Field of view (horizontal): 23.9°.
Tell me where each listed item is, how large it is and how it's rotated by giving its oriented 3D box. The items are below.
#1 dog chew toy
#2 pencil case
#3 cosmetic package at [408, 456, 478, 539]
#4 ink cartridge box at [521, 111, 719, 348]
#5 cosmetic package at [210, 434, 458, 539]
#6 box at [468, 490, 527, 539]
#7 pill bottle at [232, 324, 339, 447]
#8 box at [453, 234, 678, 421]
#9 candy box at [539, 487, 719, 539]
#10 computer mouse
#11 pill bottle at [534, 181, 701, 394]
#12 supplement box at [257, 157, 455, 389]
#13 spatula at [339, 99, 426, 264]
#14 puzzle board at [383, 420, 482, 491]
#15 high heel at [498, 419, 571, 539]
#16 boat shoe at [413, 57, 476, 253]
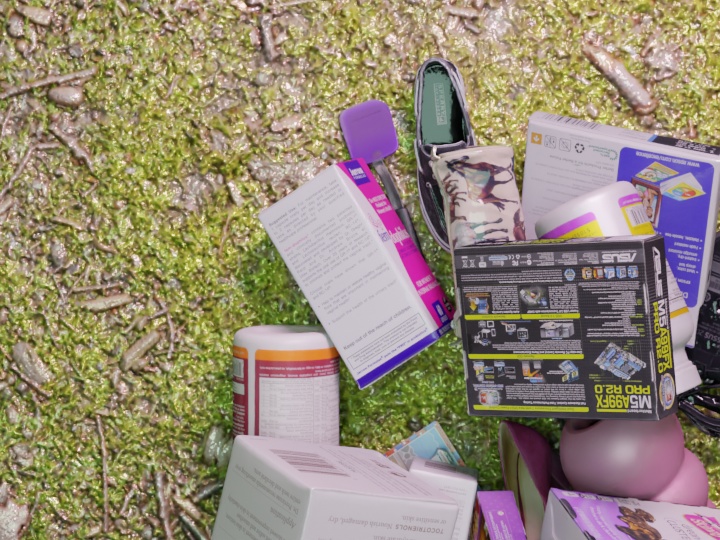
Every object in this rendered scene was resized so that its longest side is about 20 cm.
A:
[{"bbox_3d":[0.284,0.210,1.669,0.124,0.125,0.200,-38,107,5],"label":"dog chew toy"},{"bbox_3d":[0.118,-0.026,1.647,0.089,0.078,0.202,-11,96,-18],"label":"pencil case"},{"bbox_3d":[0.066,0.295,1.687,0.070,0.101,0.202,11,92,4],"label":"cosmetic package"},{"bbox_3d":[0.250,-0.041,1.669,0.196,0.043,0.202,14,116,22],"label":"ink cartridge box"},{"bbox_3d":[-0.037,0.279,1.593,0.165,0.167,0.202,10,98,-32],"label":"cosmetic package"},{"bbox_3d":[0.129,0.332,1.630,0.039,0.137,0.202,0,125,-9],"label":"box"},{"bbox_3d":[-0.075,0.160,1.709,0.108,0.110,0.202,1,95,6],"label":"pill bottle"},{"bbox_3d":[0.184,0.052,1.544,0.198,0.044,0.162,-2,97,36],"label":"box"},{"bbox_3d":[0.279,0.269,1.537,0.198,0.168,0.072,9,103,-13],"label":"candy box"},{"bbox_3d":[0.351,0.051,1.694,0.138,0.053,0.202,27,99,20],"label":"computer mouse"},{"bbox_3d":[0.245,0.026,1.587,0.103,0.104,0.202,-23,83,6],"label":"pill bottle"},{"bbox_3d":[0.000,0.000,1.696,0.103,0.101,0.201,-33,88,19],"label":"supplement box"},{"bbox_3d":[0.033,-0.077,1.739,0.056,0.021,0.202,-20,91,19],"label":"spatula"},{"bbox_3d":[0.070,0.278,1.745,0.150,0.017,0.201,-33,88,6],"label":"puzzle board"},{"bbox_3d":[0.159,0.242,1.651,0.096,0.201,0.067,36,140,-24],"label":"high heel"},{"bbox_3d":[0.088,-0.115,1.710,0.071,0.068,0.202,-5,90,6],"label":"boat shoe"}]
